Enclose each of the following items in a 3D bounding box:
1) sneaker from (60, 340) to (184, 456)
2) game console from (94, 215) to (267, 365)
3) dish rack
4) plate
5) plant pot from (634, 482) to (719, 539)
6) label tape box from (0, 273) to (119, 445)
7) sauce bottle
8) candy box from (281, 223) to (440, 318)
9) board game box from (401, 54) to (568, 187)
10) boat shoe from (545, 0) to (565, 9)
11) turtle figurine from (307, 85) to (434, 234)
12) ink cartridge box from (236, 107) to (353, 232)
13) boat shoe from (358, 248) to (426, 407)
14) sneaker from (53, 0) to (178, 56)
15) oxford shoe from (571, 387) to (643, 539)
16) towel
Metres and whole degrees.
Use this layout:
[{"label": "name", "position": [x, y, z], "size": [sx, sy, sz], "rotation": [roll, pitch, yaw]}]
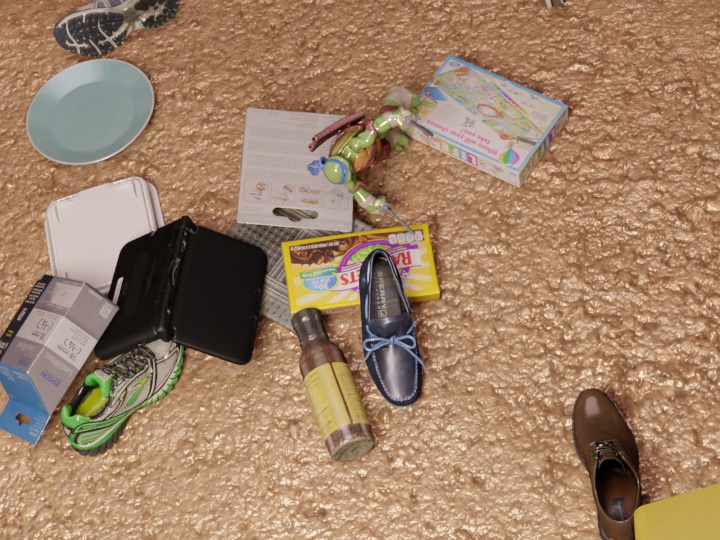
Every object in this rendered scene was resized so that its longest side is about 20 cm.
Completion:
[{"label": "sneaker", "position": [-0.300, 0.143, 1.713], "size": [0.077, 0.086, 0.201], "rotation": [28, 66, 25]}, {"label": "game console", "position": [-0.231, 0.042, 1.744], "size": [0.174, 0.117, 0.202], "rotation": [-22, 40, 26]}, {"label": "dish rack", "position": [-0.356, -0.042, 1.867], "size": [0.169, 0.044, 0.202], "rotation": [-17, 56, -1]}, {"label": "plate", "position": [-0.401, -0.233, 2.008], "size": [0.197, 0.026, 0.202], "rotation": [-4, 57, 6]}, {"label": "plant pot", "position": [0.381, 0.338, 1.412], "size": [0.197, 0.201, 0.178], "rotation": [-16, 45, -1]}, {"label": "label tape box", "position": [-0.410, 0.108, 1.711], "size": [0.143, 0.063, 0.201], "rotation": [6, 62, 54]}, {"label": "sauce bottle", "position": [-0.039, 0.138, 1.678], "size": [0.064, 0.065, 0.202], "rotation": [-18, 58, -2]}, {"label": "candy box", "position": [0.000, 0.000, 1.762], "size": [0.197, 0.026, 0.104], "rotation": [-8, 70, -4]}, {"label": "board game box", "position": [0.173, -0.212, 1.887], "size": [0.199, 0.034, 0.135], "rotation": [28, 66, 24]}, {"label": "boat shoe", "position": [0.307, -0.472, 2.007], "size": [0.059, 0.072, 0.204], "rotation": [1, 54, 16]}, {"label": "turtle figurine", "position": [0.044, -0.151, 1.793], "size": [0.197, 0.145, 0.194], "rotation": [-2, 31, 25]}, {"label": "ink cartridge box", "position": [-0.087, -0.131, 1.854], "size": [0.160, 0.057, 0.202], "rotation": [4, 60, -3]}, {"label": "boat shoe", "position": [0.029, 0.071, 1.688], "size": [0.083, 0.069, 0.202], "rotation": [-16, 73, -6]}, {"label": "sneaker", "position": [-0.385, -0.399, 2.094], "size": [0.198, 0.078, 0.087], "rotation": [-21, 44, -12]}, {"label": "oxford shoe", "position": [0.292, 0.217, 1.562], "size": [0.072, 0.085, 0.202], "rotation": [-14, 55, 3]}, {"label": "towel", "position": [-0.097, -0.019, 1.819], "size": [0.199, 0.035, 0.193], "rotation": [29, 69, 22]}]
